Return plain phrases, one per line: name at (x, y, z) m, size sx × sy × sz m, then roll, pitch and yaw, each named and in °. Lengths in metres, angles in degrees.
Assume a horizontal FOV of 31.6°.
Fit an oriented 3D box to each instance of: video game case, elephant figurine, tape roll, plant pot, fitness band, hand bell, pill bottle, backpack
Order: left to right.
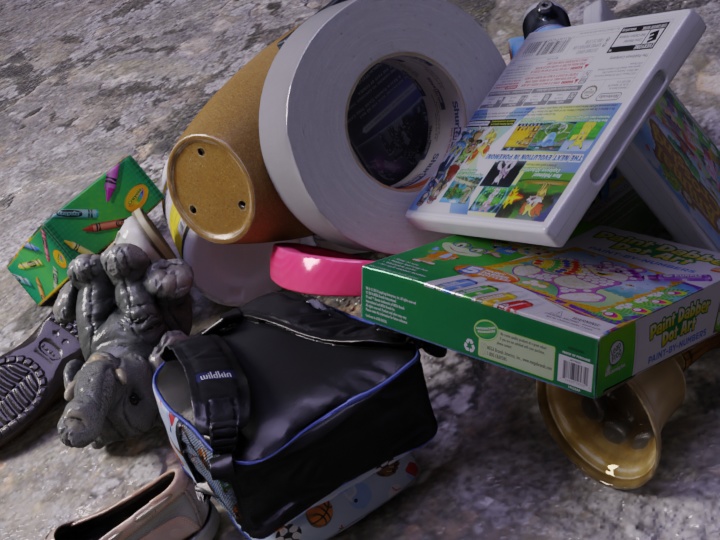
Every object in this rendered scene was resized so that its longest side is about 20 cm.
elephant figurine at (-0.204, 0.092, 1.093) m, size 0.141 × 0.154 × 0.202 m, roll -42°, pitch 43°, yaw 43°
pill bottle at (-0.137, -0.057, 1.272) m, size 0.113 × 0.115 × 0.200 m, roll -27°, pitch 31°, yaw -4°
plant pot at (-0.067, -0.100, 1.089) m, size 0.185 × 0.188 × 0.200 m, roll 0°, pitch 23°, yaw 35°
backpack at (-0.055, 0.102, 0.938) m, size 0.199 × 0.156 × 0.190 m, roll -23°, pitch 34°, yaw -26°
fitness band at (0.000, 0.000, 1.035) m, size 0.142 × 0.038 × 0.200 m, roll 6°, pitch 3°, yaw -12°
tape roll at (0.023, -0.115, 0.996) m, size 0.200 × 0.201 × 0.066 m, roll -35°, pitch 16°, yaw -18°
video game case at (0.031, -0.140, 1.063) m, size 0.143 × 0.201 × 0.019 m, roll -43°, pitch 21°, yaw -32°
video game case at (0.130, -0.100, 0.899) m, size 0.183 × 0.022 × 0.200 m, roll -55°, pitch 23°, yaw -10°
video game case at (0.238, -0.096, 0.995) m, size 0.022 × 0.200 × 0.183 m, roll -31°, pitch 25°, yaw 29°
hand bell at (0.228, 0.058, 0.895) m, size 0.199 × 0.105 × 0.104 m, roll -29°, pitch 29°, yaw -32°

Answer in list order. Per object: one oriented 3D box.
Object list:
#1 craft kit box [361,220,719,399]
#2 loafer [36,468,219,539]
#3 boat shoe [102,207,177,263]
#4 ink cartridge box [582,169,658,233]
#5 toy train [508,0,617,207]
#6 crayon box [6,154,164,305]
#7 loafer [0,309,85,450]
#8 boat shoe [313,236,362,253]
craft kit box at (0.137, 0.014, 0.869) m, size 0.199 × 0.049 × 0.196 m, roll 17°, pitch 22°, yaw 41°
loafer at (-0.208, 0.208, 0.969) m, size 0.198 × 0.063 × 0.072 m, roll -24°, pitch 32°, yaw 1°
boat shoe at (-0.210, -0.001, 1.213) m, size 0.068 × 0.075 × 0.200 m, roll -32°, pitch -10°, yaw -10°
ink cartridge box at (0.150, -0.075, 1.114) m, size 0.145 × 0.048 × 0.200 m, roll -35°, pitch 51°, yaw -19°
toy train at (0.165, -0.140, 1.057) m, size 0.086 × 0.115 × 0.201 m, roll -6°, pitch 47°, yaw 6°
crayon box at (-0.289, -0.038, 1.324) m, size 0.119 × 0.058 × 0.200 m, roll -44°, pitch 8°, yaw -27°
loafer at (-0.298, 0.103, 1.204) m, size 0.200 × 0.071 × 0.073 m, roll -43°, pitch 69°, yaw -12°
boat shoe at (0.037, -0.067, 1.210) m, size 0.198 × 0.069 × 0.072 m, roll -4°, pitch 36°, yaw 30°
